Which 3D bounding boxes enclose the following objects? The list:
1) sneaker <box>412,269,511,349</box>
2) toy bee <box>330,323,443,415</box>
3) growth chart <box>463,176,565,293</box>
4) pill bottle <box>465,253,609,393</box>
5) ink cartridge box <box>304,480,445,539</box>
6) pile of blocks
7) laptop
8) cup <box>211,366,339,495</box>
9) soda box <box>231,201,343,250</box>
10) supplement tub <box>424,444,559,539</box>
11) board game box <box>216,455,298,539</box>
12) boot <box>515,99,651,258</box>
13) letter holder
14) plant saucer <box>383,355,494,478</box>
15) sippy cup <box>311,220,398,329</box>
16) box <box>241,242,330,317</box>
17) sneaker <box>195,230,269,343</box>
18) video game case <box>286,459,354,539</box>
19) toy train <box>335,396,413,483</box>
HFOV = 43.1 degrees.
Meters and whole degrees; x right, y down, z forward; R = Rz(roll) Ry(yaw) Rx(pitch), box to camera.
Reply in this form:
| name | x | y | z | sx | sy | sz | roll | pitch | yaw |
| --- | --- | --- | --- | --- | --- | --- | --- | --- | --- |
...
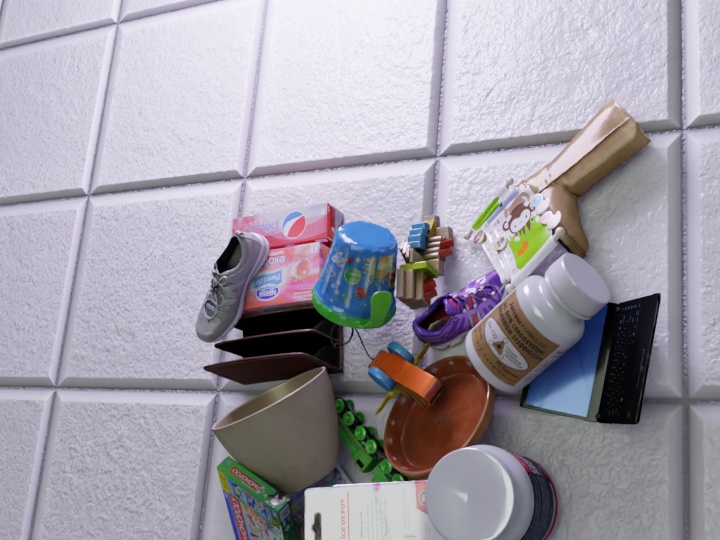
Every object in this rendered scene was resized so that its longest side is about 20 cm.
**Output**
| name | x | y | z | sx | sy | sz | roll | pitch | yaw |
| --- | --- | --- | --- | --- | --- | --- | --- | --- | --- |
| sneaker | 0.168 | 0.055 | 1.396 | 0.199 | 0.083 | 0.081 | -35 | 61 | 14 |
| toy bee | 0.057 | 0.152 | 1.411 | 0.130 | 0.109 | 0.201 | -34 | 52 | 0 |
| growth chart | 0.230 | -0.059 | 1.367 | 0.145 | 0.018 | 0.200 | -57 | 29 | 20 |
| pill bottle | 0.251 | 0.073 | 1.293 | 0.200 | 0.114 | 0.115 | -48 | 56 | 31 |
| ink cartridge box | 0.023 | 0.364 | 1.294 | 0.198 | 0.068 | 0.118 | -4 | 70 | 7 |
| pile of blocks | 0.108 | -0.027 | 1.424 | 0.062 | 0.082 | 0.201 | -9 | 42 | 27 |
| laptop | 0.319 | 0.117 | 1.283 | 0.102 | 0.200 | 0.179 | 14 | 80 | -6 |
| cup | -0.110 | 0.259 | 1.418 | 0.199 | 0.200 | 0.144 | -27 | 92 | 18 |
| soda box | -0.130 | -0.066 | 1.607 | 0.198 | 0.063 | 0.071 | -8 | 71 | 25 |
| supplement tub | 0.181 | 0.314 | 1.240 | 0.139 | 0.200 | 0.142 | -9 | 70 | 25 |
| board game box | -0.153 | 0.391 | 1.413 | 0.134 | 0.201 | 0.029 | 25 | 48 | 32 |
| boot | 0.350 | -0.138 | 1.368 | 0.200 | 0.066 | 0.176 | -40 | 58 | 11 |
| letter holder | -0.148 | 0.119 | 1.512 | 0.198 | 0.142 | 0.102 | -10 | 70 | 26 |
| plant saucer | 0.119 | 0.219 | 1.358 | 0.200 | 0.032 | 0.201 | -34 | 32 | 25 |
| sippy cup | 0.000 | 0.000 | 1.415 | 0.177 | 0.139 | 0.131 | 29 | 124 | 26 |
| box | -0.133 | 0.025 | 1.561 | 0.198 | 0.095 | 0.104 | -8 | 72 | 26 |
| sneaker | -0.230 | 0.021 | 1.510 | 0.074 | 0.082 | 0.202 | 22 | 87 | 32 |
| video game case | -0.054 | 0.395 | 1.449 | 0.143 | 0.018 | 0.200 | -45 | 59 | 10 |
| toy train | 0.009 | 0.282 | 1.438 | 0.200 | 0.042 | 0.057 | 47 | 110 | 31 |
